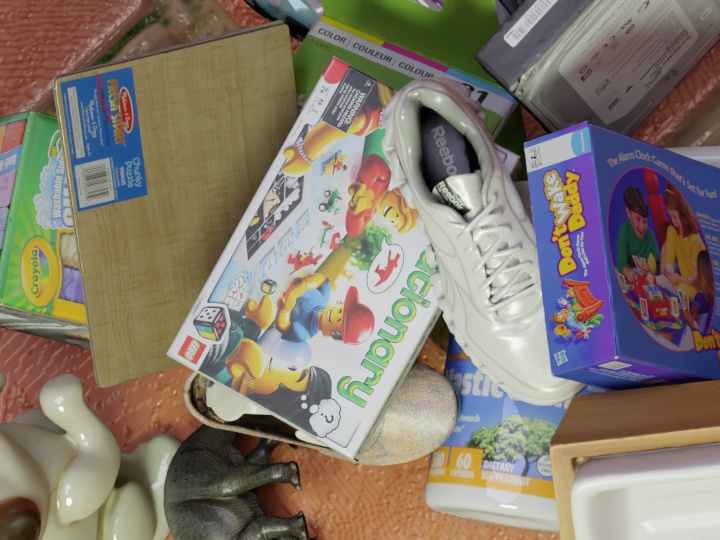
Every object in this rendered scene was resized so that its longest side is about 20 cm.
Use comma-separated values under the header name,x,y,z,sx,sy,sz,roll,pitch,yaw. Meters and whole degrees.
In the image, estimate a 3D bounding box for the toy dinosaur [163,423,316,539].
name,x,y,z,sx,sy,sz,roll,pitch,yaw
toy dinosaur,-0.084,0.149,1.564,0.102,0.077,0.200,-13,77,3

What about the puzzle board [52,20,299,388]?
name,x,y,z,sx,sy,sz,roll,pitch,yaw
puzzle board,-0.103,-0.040,1.503,0.017,0.151,0.200,35,136,58

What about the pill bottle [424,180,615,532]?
name,x,y,z,sx,sy,sz,roll,pitch,yaw
pill bottle,0.107,0.052,1.496,0.112,0.112,0.200,5,80,21

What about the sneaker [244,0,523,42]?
name,x,y,z,sx,sy,sz,roll,pitch,yaw
sneaker,0.024,-0.202,1.610,0.200,0.078,0.140,23,84,14

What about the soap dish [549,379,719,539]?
name,x,y,z,sx,sy,sz,roll,pitch,yaw
soap dish,0.191,0.146,1.395,0.157,0.200,0.081,-7,41,5

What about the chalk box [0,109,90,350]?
name,x,y,z,sx,sy,sz,roll,pitch,yaw
chalk box,-0.194,-0.025,1.561,0.124,0.200,0.124,-3,73,57

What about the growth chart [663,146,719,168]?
name,x,y,z,sx,sy,sz,roll,pitch,yaw
growth chart,0.221,0.014,1.515,0.145,0.018,0.200,-9,74,19

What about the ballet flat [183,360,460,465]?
name,x,y,z,sx,sy,sz,roll,pitch,yaw
ballet flat,-0.031,0.082,1.493,0.200,0.067,0.068,-1,89,44

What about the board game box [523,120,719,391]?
name,x,y,z,sx,sy,sz,roll,pitch,yaw
board game box,0.176,0.003,1.414,0.045,0.200,0.135,-18,70,37

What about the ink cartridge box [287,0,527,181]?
name,x,y,z,sx,sy,sz,roll,pitch,yaw
ink cartridge box,0.016,-0.106,1.512,0.148,0.200,0.076,25,68,23

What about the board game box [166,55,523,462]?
name,x,y,z,sx,sy,sz,roll,pitch,yaw
board game box,-0.008,-0.007,1.439,0.126,0.035,0.200,28,88,9

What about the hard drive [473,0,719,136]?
name,x,y,z,sx,sy,sz,roll,pitch,yaw
hard drive,0.151,-0.140,1.476,0.140,0.200,0.038,-47,69,4

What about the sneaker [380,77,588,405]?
name,x,y,z,sx,sy,sz,roll,pitch,yaw
sneaker,0.067,-0.017,1.376,0.075,0.081,0.200,-27,85,-1

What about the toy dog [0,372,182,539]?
name,x,y,z,sx,sy,sz,roll,pitch,yaw
toy dog,-0.224,0.152,1.546,0.139,0.200,0.194,19,84,23
